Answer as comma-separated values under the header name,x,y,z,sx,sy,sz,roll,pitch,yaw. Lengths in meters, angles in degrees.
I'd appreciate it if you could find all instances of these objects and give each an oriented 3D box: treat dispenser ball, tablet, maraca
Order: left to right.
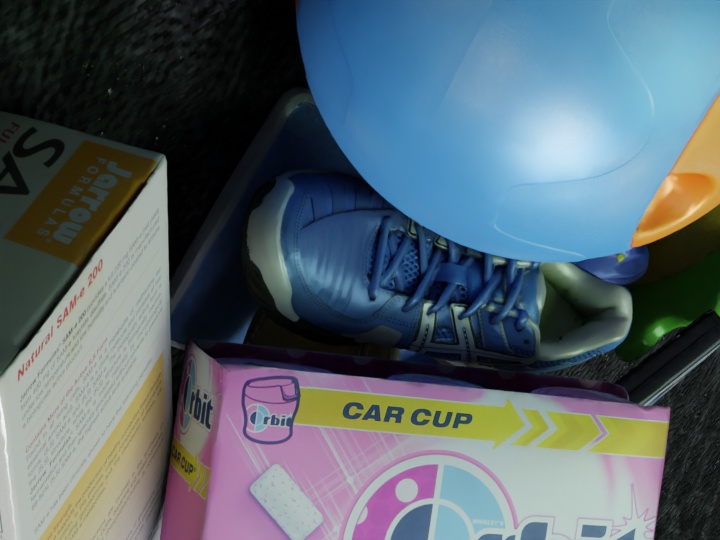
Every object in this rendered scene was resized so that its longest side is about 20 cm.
name,x,y,z,sx,sy,sz,roll,pitch,yaw
tablet,0.000,0.000,0.846,0.199,0.014,0.131,23,102,-46
treat dispenser ball,0.074,-0.104,0.679,0.200,0.201,0.202,-36,149,-26
maraca,0.180,-0.020,0.994,0.137,0.107,0.200,-27,-156,31

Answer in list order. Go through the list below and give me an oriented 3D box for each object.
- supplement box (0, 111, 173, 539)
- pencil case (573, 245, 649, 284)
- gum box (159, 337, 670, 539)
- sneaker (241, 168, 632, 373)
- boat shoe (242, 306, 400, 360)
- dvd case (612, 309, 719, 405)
name,x,y,z,sx,sy,sz,roll,pitch,yaw
supplement box,-0.126,0.062,0.655,0.126,0.073,0.201,-60,160,-47
pencil case,0.107,-0.096,0.827,0.077,0.087,0.202,2,109,-11
gum box,0.025,0.097,0.708,0.198,0.066,0.114,7,94,-19
sneaker,0.035,-0.001,0.743,0.199,0.077,0.076,13,76,-43
boat shoe,-0.033,0.069,0.757,0.076,0.071,0.201,53,52,-71
dvd case,0.108,0.086,0.893,0.142,0.018,0.200,-37,170,-8
